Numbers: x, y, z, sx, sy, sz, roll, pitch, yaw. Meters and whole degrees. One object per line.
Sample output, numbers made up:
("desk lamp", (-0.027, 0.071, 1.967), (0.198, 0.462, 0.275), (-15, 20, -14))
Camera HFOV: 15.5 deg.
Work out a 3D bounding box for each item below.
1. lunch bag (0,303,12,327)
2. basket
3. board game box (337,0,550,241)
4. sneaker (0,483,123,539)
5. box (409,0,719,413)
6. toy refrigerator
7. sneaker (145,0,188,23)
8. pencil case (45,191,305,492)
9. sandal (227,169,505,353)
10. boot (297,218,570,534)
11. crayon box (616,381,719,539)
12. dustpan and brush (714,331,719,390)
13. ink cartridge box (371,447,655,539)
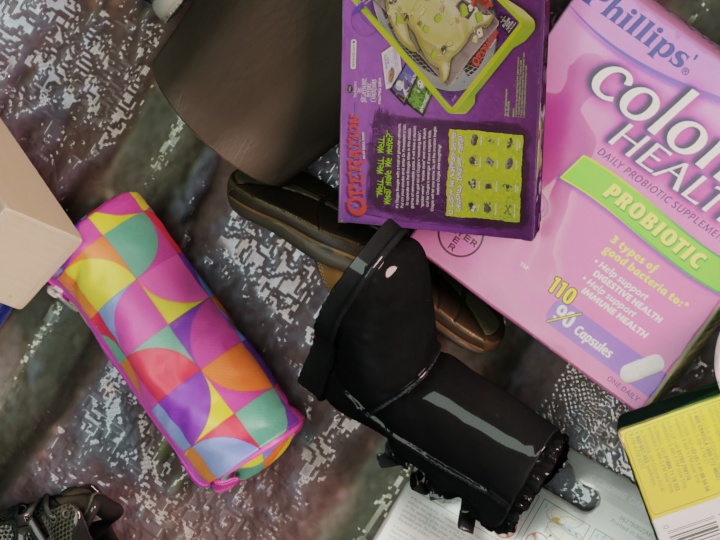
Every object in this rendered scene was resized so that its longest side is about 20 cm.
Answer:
("lunch bag", (-0.326, 0.033, 1.735), (0.150, 0.094, 0.200), (36, 114, 9))
("basket", (-0.020, -0.159, 1.606), (0.200, 0.136, 0.180), (-47, 69, 17))
("board game box", (0.048, -0.120, 1.517), (0.120, 0.032, 0.201), (5, 108, 10))
("sneaker", (-0.229, 0.166, 1.712), (0.199, 0.076, 0.114), (30, 98, 6))
("box", (0.161, -0.047, 1.579), (0.176, 0.097, 0.200), (37, 102, 10))
("toy refrigerator", (-0.262, -0.069, 1.664), (0.070, 0.076, 0.200), (-46, 56, 14))
("sneaker", (-0.100, -0.260, 1.621), (0.099, 0.070, 0.200), (34, 87, -2))
("pencil case", (-0.122, 0.047, 1.671), (0.088, 0.088, 0.200), (-41, 82, 14))
("sandal", (0.000, 0.000, 1.639), (0.200, 0.082, 0.055), (27, 117, 11))
("boot", (0.050, 0.068, 1.556), (0.162, 0.198, 0.073), (36, 62, 9))
("crayon box", (0.260, 0.113, 1.506), (0.199, 0.051, 0.127), (-19, 94, 9))
("dustpan and brush", (0.281, -0.011, 1.511), (0.139, 0.200, 0.057), (-14, 111, 30))
("ink cartridge box", (0.083, 0.199, 1.654), (0.161, 0.050, 0.200), (30, 83, 12))
